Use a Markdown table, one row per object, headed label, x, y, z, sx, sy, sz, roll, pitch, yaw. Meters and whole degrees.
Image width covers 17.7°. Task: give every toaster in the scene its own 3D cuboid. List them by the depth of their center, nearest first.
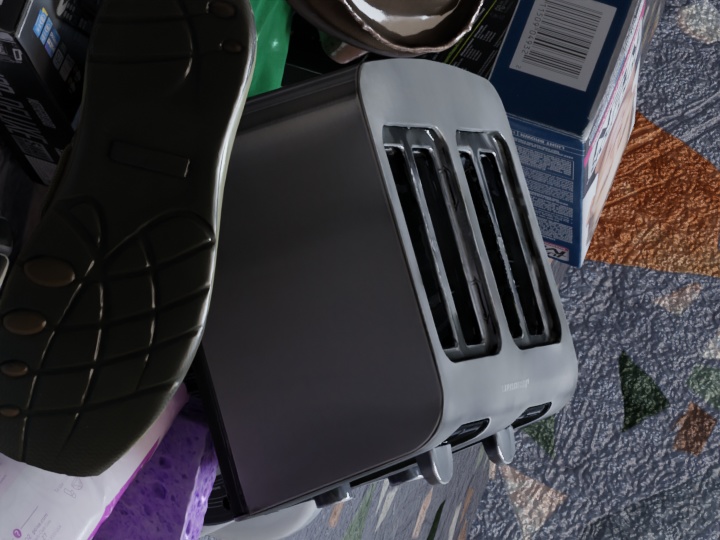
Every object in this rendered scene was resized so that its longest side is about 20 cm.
| label | x | y | z | sx | sy | sz | roll | pitch | yaw |
| --- | --- | --- | --- | --- | --- | --- | --- | --- | --- |
| toaster | 0.000 | 0.000 | 1.019 | 0.181 | 0.119 | 0.200 | -2 | 76 | -67 |

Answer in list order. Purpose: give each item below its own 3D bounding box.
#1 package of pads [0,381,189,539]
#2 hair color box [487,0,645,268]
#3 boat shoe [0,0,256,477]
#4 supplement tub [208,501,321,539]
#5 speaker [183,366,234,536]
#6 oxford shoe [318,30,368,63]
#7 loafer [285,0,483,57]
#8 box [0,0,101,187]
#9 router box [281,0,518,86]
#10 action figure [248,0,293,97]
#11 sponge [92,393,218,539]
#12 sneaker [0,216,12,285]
| label | x | y | z | sx | sy | sz | roll | pitch | yaw |
| --- | --- | --- | --- | --- | --- | --- | --- | --- | --- |
| package of pads | -0.156 | 0.110 | 0.919 | 0.121 | 0.076 | 0.200 | -45 | -172 | 38 |
| hair color box | 0.110 | -0.085 | 1.247 | 0.200 | 0.060 | 0.100 | 77 | 34 | -72 |
| boat shoe | -0.085 | -0.020 | 0.877 | 0.074 | 0.076 | 0.200 | -143 | -108 | -85 |
| supplement tub | -0.044 | 0.059 | 1.352 | 0.200 | 0.122 | 0.123 | -56 | 161 | -55 |
| speaker | -0.089 | 0.095 | 1.156 | 0.200 | 0.081 | 0.081 | 135 | -24 | -76 |
| oxford shoe | -0.011 | -0.174 | 1.222 | 0.073 | 0.071 | 0.200 | -45 | -155 | 16 |
| loafer | -0.005 | -0.142 | 0.894 | 0.200 | 0.071 | 0.073 | 41 | 77 | -47 |
| box | -0.106 | -0.131 | 0.923 | 0.200 | 0.050 | 0.158 | 72 | 37 | -72 |
| router box | 0.015 | -0.120 | 1.278 | 0.200 | 0.150 | 0.062 | -55 | 160 | -55 |
| action figure | -0.050 | -0.160 | 1.146 | 0.118 | 0.055 | 0.200 | 82 | 21 | -63 |
| sponge | -0.135 | 0.140 | 1.054 | 0.030 | 0.111 | 0.200 | -28 | 135 | -68 |
| sneaker | -0.180 | 0.065 | 0.829 | 0.087 | 0.075 | 0.200 | 104 | 10 | -51 |
